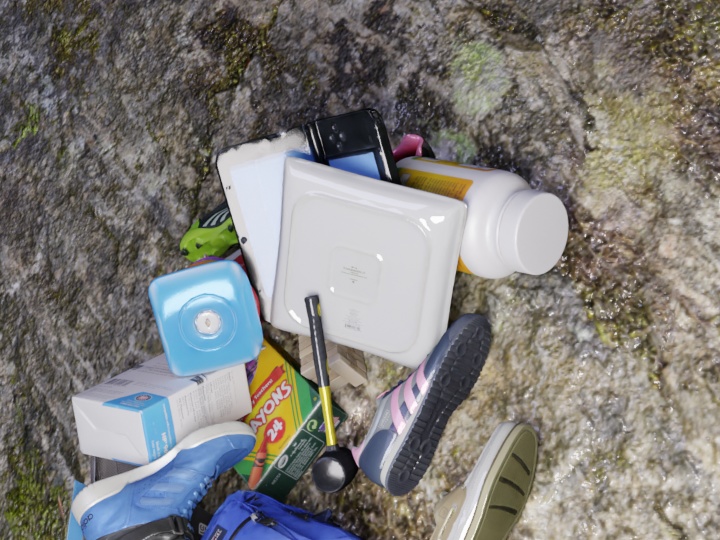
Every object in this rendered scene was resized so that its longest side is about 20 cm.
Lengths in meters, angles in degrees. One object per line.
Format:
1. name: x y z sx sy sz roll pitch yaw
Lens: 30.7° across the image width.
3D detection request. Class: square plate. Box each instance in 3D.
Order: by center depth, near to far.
1. square plate: 0.000 0.000 1.348 0.198 0.200 0.028 16 27 16

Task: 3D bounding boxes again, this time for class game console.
1. game console: -0.042 -0.052 1.381 0.116 0.202 0.175 -22 11 -33

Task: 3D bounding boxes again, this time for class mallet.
1. mallet: -0.034 0.128 1.362 0.041 0.066 0.203 -8 82 12

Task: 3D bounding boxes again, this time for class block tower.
1. block tower: -0.038 0.043 1.490 0.057 0.054 0.202 -30 45 24

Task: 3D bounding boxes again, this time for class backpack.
1. backpack: -0.084 0.297 1.273 0.199 0.168 0.163 14 66 51

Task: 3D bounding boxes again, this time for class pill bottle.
1. pill bottle: 0.116 -0.053 1.369 0.199 0.111 0.112 15 73 47

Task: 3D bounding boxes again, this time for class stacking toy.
1. stacking toy: -0.167 0.027 1.457 0.108 0.118 0.200 -14 17 -2

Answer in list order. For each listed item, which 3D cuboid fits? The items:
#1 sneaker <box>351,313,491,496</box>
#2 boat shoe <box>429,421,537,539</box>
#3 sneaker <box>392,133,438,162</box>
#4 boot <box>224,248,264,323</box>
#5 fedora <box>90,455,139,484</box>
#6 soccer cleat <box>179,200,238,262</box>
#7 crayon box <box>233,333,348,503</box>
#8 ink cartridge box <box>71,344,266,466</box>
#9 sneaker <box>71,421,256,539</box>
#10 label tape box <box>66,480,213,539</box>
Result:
1. sneaker: 0.057 0.123 1.332 0.082 0.070 0.201 24 79 44
2. boat shoe: 0.100 0.229 1.214 0.068 0.075 0.202 13 73 41
3. sneaker: 0.008 -0.082 1.468 0.199 0.096 0.079 -38 57 -8
4. boot: -0.159 0.047 1.553 0.199 0.072 0.145 -40 22 17
5. fedora: -0.245 0.237 1.493 0.089 0.178 0.201 -11 42 2
6. soccer cleat: -0.151 -0.064 1.667 0.198 0.068 0.082 -17 39 35
7. crayon box: -0.113 0.156 1.484 0.127 0.051 0.200 -53 40 1
8. ink cartridge box: -0.201 0.139 1.433 0.115 0.199 0.069 5 110 38
9. sneaker: -0.176 0.235 1.306 0.198 0.077 0.112 -22 57 -23
10. label tape box: -0.210 0.308 1.351 0.063 0.200 0.146 -24 48 29
